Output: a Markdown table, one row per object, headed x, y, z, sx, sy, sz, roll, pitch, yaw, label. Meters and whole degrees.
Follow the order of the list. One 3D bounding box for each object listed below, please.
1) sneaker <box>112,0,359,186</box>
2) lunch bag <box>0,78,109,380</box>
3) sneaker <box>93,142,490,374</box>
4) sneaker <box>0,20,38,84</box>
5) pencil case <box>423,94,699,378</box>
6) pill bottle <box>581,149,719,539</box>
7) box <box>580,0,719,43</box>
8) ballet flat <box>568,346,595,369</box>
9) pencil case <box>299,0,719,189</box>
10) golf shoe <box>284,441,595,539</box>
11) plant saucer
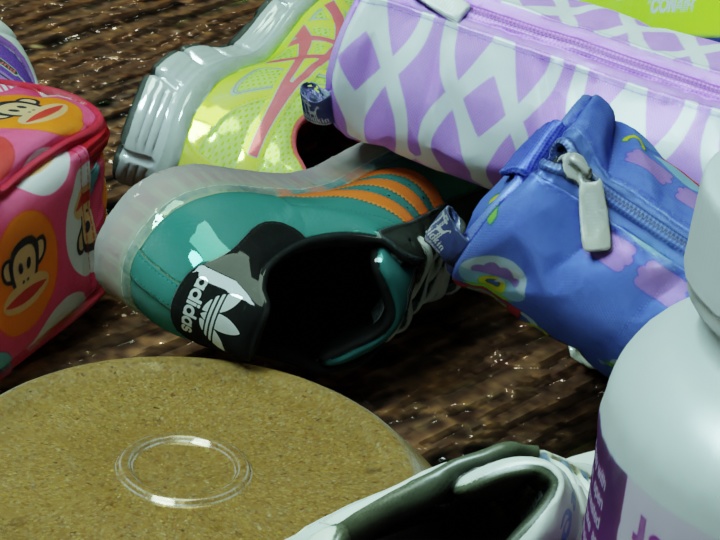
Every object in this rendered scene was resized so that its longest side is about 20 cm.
| x | y | z | sx | sy | sz | roll | pitch | yaw | label |
| --- | --- | --- | --- | --- | --- | --- | --- | --- | --- |
| -0.022 | -0.064 | 0.949 | 0.090 | 0.078 | 0.200 | 27 | 34 | 15 | sneaker |
| -0.199 | -0.009 | 0.790 | 0.175 | 0.082 | 0.200 | 11 | 28 | 21 | lunch bag |
| 0.000 | 0.000 | 0.811 | 0.199 | 0.072 | 0.080 | -11 | 39 | -46 | sneaker |
| -0.228 | -0.074 | 0.914 | 0.199 | 0.081 | 0.084 | -4 | 33 | -20 | sneaker |
| 0.120 | 0.023 | 0.699 | 0.200 | 0.087 | 0.078 | 37 | 78 | 11 | pencil case |
| 0.108 | 0.073 | 0.534 | 0.112 | 0.201 | 0.112 | 4 | 26 | -2 | pill bottle |
| 0.157 | -0.088 | 0.874 | 0.122 | 0.048 | 0.200 | 20 | -5 | -28 | box |
| 0.120 | 0.016 | 0.809 | 0.068 | 0.068 | 0.200 | -22 | 36 | -29 | ballet flat |
| 0.084 | -0.061 | 0.785 | 0.199 | 0.086 | 0.084 | 19 | 55 | 17 | pencil case |
| 0.049 | 0.082 | 0.605 | 0.199 | 0.097 | 0.078 | -16 | 64 | -37 | golf shoe |
| -0.056 | 0.075 | 0.688 | 0.199 | 0.036 | 0.200 | 4 | 27 | -2 | plant saucer |
